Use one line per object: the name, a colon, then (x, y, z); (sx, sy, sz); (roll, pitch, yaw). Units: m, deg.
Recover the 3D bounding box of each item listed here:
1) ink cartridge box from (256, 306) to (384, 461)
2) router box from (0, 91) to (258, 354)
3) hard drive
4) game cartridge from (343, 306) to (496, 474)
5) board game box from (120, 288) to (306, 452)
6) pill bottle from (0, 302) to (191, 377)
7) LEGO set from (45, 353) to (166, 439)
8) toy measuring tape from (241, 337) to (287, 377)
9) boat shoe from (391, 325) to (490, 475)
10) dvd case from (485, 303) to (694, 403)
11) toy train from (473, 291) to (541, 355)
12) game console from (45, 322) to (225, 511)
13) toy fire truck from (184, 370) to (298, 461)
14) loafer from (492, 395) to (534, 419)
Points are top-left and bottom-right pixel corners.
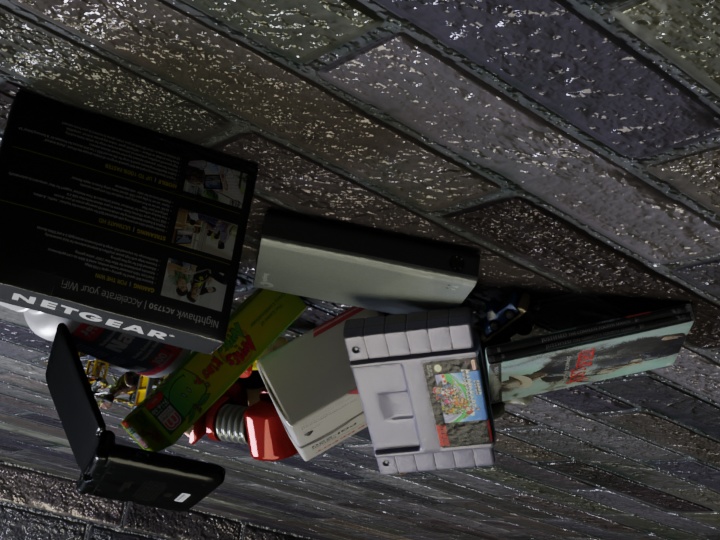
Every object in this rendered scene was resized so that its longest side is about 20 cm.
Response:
ink cartridge box: (-0.027, 0.126, 1.247); (0.144, 0.086, 0.200); (-28, 163, -8)
router box: (-0.189, -0.034, 0.872); (0.197, 0.152, 0.051); (16, 159, -18)
hard drive: (0.000, 0.000, 1.056); (0.196, 0.033, 0.140); (11, 161, -5)
game cartridge: (0.064, 0.125, 1.117); (0.127, 0.039, 0.202); (-4, 129, 13)
board game box: (-0.150, 0.097, 1.154); (0.048, 0.200, 0.101); (47, 153, -6)
pill bottle: (-0.259, 0.021, 1.101); (0.118, 0.122, 0.199); (-9, 154, 42)
LEGO set: (-0.340, 0.171, 1.561); (0.152, 0.118, 0.199); (-6, 155, 37)
toy measuring tape: (-0.116, 0.102, 1.342); (0.198, 0.075, 0.073); (26, 155, -38)
boat shoe: (0.078, 0.141, 1.212); (0.075, 0.201, 0.074); (41, -156, 16)
dvd case: (0.221, 0.085, 1.114); (0.196, 0.022, 0.146); (-11, 158, 2)
toy train: (0.098, 0.080, 1.126); (0.199, 0.034, 0.046); (-39, 99, 30)
game console: (-0.221, 0.147, 1.078); (0.173, 0.118, 0.200); (14, 158, -14)
toy fire truck: (-0.159, 0.176, 1.379); (0.173, 0.131, 0.200); (6, -155, 27)
loafer: (0.143, 0.140, 1.324); (0.069, 0.071, 0.200); (16, 160, -18)
